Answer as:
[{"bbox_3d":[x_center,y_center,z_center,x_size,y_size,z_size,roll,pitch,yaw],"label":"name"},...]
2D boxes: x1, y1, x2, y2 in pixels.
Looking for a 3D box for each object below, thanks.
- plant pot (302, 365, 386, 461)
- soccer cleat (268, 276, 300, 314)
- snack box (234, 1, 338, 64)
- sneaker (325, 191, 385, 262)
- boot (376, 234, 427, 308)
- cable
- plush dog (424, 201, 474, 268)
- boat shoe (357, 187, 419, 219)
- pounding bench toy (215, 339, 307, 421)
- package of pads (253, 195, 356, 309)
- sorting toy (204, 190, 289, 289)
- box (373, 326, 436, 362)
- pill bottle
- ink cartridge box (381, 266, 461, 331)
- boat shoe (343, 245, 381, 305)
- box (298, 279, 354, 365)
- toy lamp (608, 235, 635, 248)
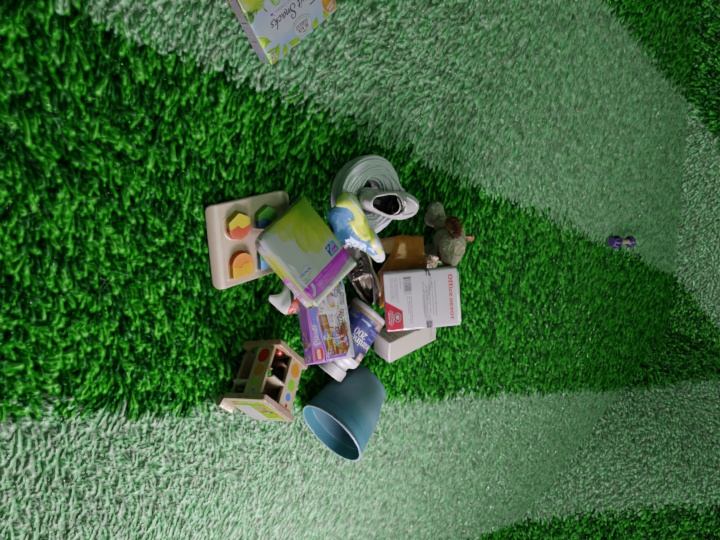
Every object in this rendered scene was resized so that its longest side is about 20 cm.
[{"bbox_3d":[-0.027,0.374,1.443,0.188,0.195,0.205,-46,133,-34],"label":"plant pot"},{"bbox_3d":[-0.146,0.005,1.229,0.083,0.069,0.205,27,67,-8],"label":"soccer cleat"},{"bbox_3d":[-0.150,-0.528,1.033,0.200,0.052,0.144,-46,133,-16],"label":"snack box"},{"bbox_3d":[-0.019,-0.085,1.252,0.103,0.076,0.203,-30,120,2],"label":"sneaker"},{"bbox_3d":[0.113,0.006,1.437,0.138,0.071,0.210,2,107,4],"label":"boot"},{"bbox_3d":[0.015,-0.187,1.315,0.199,0.068,0.203,-42,130,-18],"label":"cable"},{"bbox_3d":[0.248,-0.073,1.468,0.154,0.173,0.208,8,110,2],"label":"plush dog"},{"bbox_3d":[0.082,-0.162,1.289,0.195,0.065,0.075,10,103,-42],"label":"boat shoe"},{"bbox_3d":[-0.245,0.252,1.247,0.125,0.194,0.161,50,44,-44],"label":"pounding bench toy"},{"bbox_3d":[-0.124,-0.036,1.168,0.155,0.068,0.202,-44,102,-25],"label":"package of pads"},{"bbox_3d":[-0.239,-0.067,1.164,0.195,0.036,0.192,-17,119,-35],"label":"sorting toy"},{"bbox_3d":[0.134,0.195,1.577,0.195,0.081,0.071,-20,122,-35],"label":"box"},{"bbox_3d":[-0.029,0.187,1.407,0.203,0.110,0.111,-56,133,-7],"label":"pill bottle"},{"bbox_3d":[0.157,0.071,1.372,0.191,0.084,0.151,-5,93,0],"label":"ink cartridge box"},{"bbox_3d":[0.000,0.000,1.356,0.071,0.066,0.203,-23,118,17],"label":"boat shoe"},{"bbox_3d":[-0.089,0.120,1.303,0.134,0.038,0.208,1,76,-44],"label":"box"},{"bbox_3d":[1.176,-0.130,2.375,0.195,0.057,0.061,-5,112,-43],"label":"toy lamp"}]
